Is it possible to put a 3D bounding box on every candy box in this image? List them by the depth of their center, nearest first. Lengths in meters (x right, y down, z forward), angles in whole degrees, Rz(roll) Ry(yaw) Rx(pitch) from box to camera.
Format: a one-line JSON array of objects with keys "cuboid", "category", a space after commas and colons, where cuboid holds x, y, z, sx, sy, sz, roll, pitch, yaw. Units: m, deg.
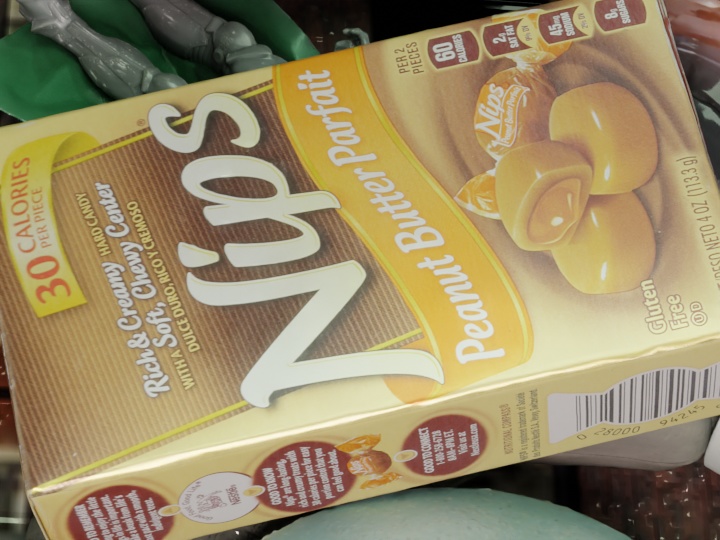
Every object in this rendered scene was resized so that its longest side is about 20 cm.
[{"cuboid": [0.000, 0.000, 0.730, 0.200, 0.055, 0.116, -13, 61, -3], "category": "candy box"}]

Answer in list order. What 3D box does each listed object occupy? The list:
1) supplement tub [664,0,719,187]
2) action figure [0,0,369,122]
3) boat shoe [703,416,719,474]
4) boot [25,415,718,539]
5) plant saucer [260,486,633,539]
[{"cuboid": [0.143, -0.081, 0.851, 0.107, 0.107, 0.200, 34, 58, 14], "category": "supplement tub"}, {"cuboid": [-0.021, -0.038, 0.834, 0.200, 0.055, 0.118, 39, 57, 13], "category": "action figure"}, {"cuboid": [0.183, 0.002, 0.825, 0.060, 0.076, 0.200, 33, 70, 15], "category": "boat shoe"}, {"cuboid": [0.000, 0.073, 0.763, 0.200, 0.068, 0.131, 8, 62, 4], "category": "boot"}, {"cuboid": [0.031, 0.151, 0.688, 0.201, 0.039, 0.201, 3, 73, -9], "category": "plant saucer"}]
